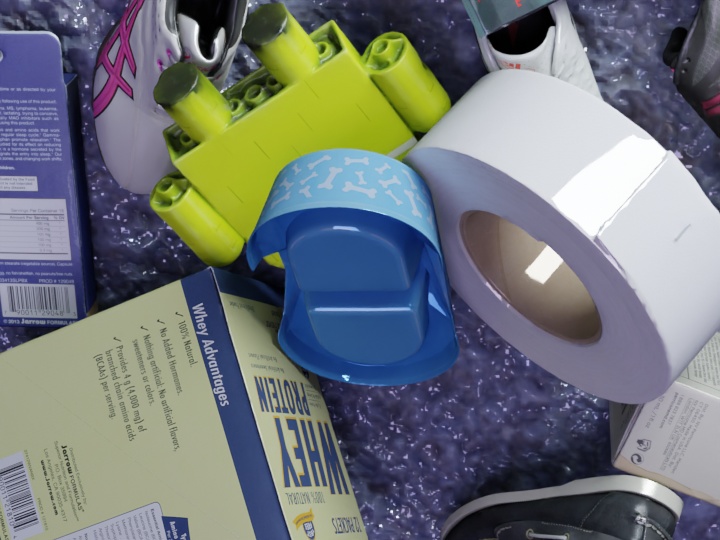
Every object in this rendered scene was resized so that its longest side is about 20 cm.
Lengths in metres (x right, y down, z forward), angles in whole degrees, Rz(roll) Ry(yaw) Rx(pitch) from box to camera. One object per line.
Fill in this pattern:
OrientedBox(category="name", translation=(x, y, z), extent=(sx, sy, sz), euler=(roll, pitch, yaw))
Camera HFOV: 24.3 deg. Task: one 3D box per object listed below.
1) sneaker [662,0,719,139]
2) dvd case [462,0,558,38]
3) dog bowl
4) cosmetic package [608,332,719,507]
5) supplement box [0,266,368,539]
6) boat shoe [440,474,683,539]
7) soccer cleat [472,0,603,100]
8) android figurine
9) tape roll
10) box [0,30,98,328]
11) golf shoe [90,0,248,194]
OrientedBox(category="sneaker", translation=(0.222, -0.114, 0.980), extent=(0.083, 0.077, 0.201), euler=(-3, 107, 22))
OrientedBox(category="dvd case", translation=(0.123, -0.234, 0.909), extent=(0.199, 0.022, 0.146), euler=(-27, 93, -6))
OrientedBox(category="dog bowl", translation=(0.000, 0.000, 0.986), extent=(0.111, 0.050, 0.200), euler=(-1, 147, 10))
OrientedBox(category="cosmetic package", translation=(0.260, 0.105, 1.043), extent=(0.199, 0.104, 0.073), euler=(22, 114, -1))
OrientedBox(category="supplement box", translation=(-0.125, 0.130, 1.041), extent=(0.199, 0.134, 0.201), euler=(-21, 77, 15))
OrientedBox(category="boat shoe", translation=(0.117, 0.180, 1.070), extent=(0.072, 0.068, 0.200), euler=(29, 151, -29))
OrientedBox(category="soccer cleat", translation=(0.103, -0.115, 0.979), extent=(0.068, 0.085, 0.201), euler=(-15, 110, 13))
OrientedBox(category="android figurine", translation=(-0.033, -0.068, 0.997), extent=(0.182, 0.041, 0.200), euler=(-31, 136, 8))
OrientedBox(category="tape roll", translation=(0.117, -0.018, 0.958), extent=(0.071, 0.202, 0.203), euler=(-45, 104, -19))
OrientedBox(category="box", translation=(-0.237, -0.060, 1.074), extent=(0.120, 0.032, 0.201), euler=(2, 114, 6))
OrientedBox(category="golf shoe", translation=(-0.113, -0.129, 0.992), extent=(0.072, 0.092, 0.201), euler=(8, 117, -20))
